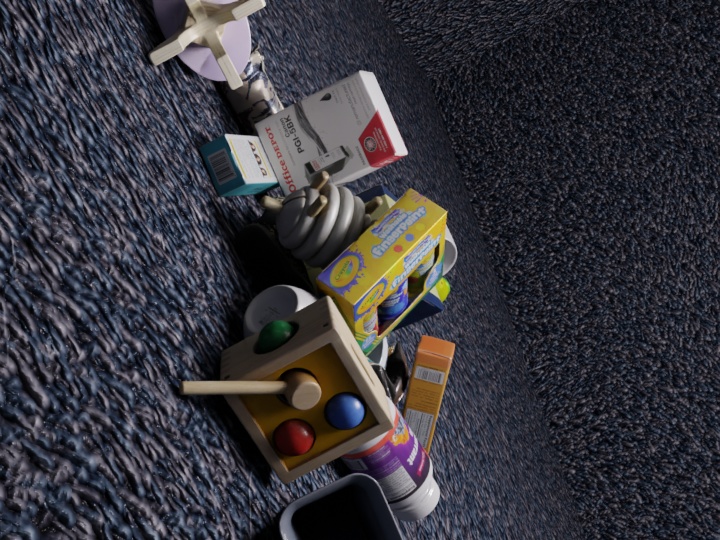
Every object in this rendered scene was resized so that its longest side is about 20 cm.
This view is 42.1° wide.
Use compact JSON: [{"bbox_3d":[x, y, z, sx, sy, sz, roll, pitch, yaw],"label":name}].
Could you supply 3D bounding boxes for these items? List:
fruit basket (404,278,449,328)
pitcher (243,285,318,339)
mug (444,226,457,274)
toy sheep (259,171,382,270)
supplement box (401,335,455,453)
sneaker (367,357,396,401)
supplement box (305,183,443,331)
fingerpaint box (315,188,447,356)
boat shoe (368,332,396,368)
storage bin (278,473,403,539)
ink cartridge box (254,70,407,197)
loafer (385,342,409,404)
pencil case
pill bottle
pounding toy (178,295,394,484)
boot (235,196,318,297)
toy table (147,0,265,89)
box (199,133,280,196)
[{"bbox_3d":[0.094,0.007,1.853,0.156,0.215,0.216,106,-19,-46],"label":"fruit basket"},{"bbox_3d":[-0.059,0.119,1.259,0.171,0.121,0.200,24,-23,42],"label":"pitcher"},{"bbox_3d":[0.133,-0.064,2.237,0.200,0.147,0.176,94,-16,-44],"label":"mug"},{"bbox_3d":[-0.052,-0.067,1.348,0.200,0.138,0.138,26,32,-20],"label":"toy sheep"},{"bbox_3d":[0.113,0.221,1.654,0.067,0.069,0.201,-61,166,-67],"label":"supplement box"},{"bbox_3d":[-0.004,0.178,1.511,0.093,0.070,0.200,37,-16,25],"label":"sneaker"},{"bbox_3d":[0.000,0.000,1.538,0.134,0.199,0.200,31,38,-66],"label":"supplement box"},{"bbox_3d":[0.034,0.011,1.325,0.073,0.200,0.167,35,-27,23],"label":"fingerpaint box"},{"bbox_3d":[0.031,0.138,1.682,0.091,0.071,0.201,51,19,-33],"label":"boat shoe"},{"bbox_3d":[-0.025,0.348,1.112,0.134,0.145,0.201,146,-79,-78],"label":"storage bin"},{"bbox_3d":[-0.048,-0.210,1.498,0.147,0.200,0.083,66,18,-1],"label":"ink cartridge box"},{"bbox_3d":[0.063,0.199,1.700,0.071,0.073,0.200,62,16,-16],"label":"loafer"},{"bbox_3d":[-0.168,-0.277,1.591,0.200,0.089,0.078,61,15,-21],"label":"pencil case"},{"bbox_3d":[0.042,0.290,1.426,0.200,0.111,0.112,58,18,-30],"label":"pill bottle"},{"bbox_3d":[-0.086,0.142,1.126,0.200,0.184,0.142,60,4,-22],"label":"pounding toy"},{"bbox_3d":[-0.102,-0.009,1.433,0.204,0.073,0.154,58,23,-17],"label":"boot"},{"bbox_3d":[-0.232,-0.365,1.383,0.200,0.184,0.117,49,4,-25],"label":"toy table"},{"bbox_3d":[-0.178,-0.164,1.463,0.083,0.049,0.200,67,15,0],"label":"box"}]
